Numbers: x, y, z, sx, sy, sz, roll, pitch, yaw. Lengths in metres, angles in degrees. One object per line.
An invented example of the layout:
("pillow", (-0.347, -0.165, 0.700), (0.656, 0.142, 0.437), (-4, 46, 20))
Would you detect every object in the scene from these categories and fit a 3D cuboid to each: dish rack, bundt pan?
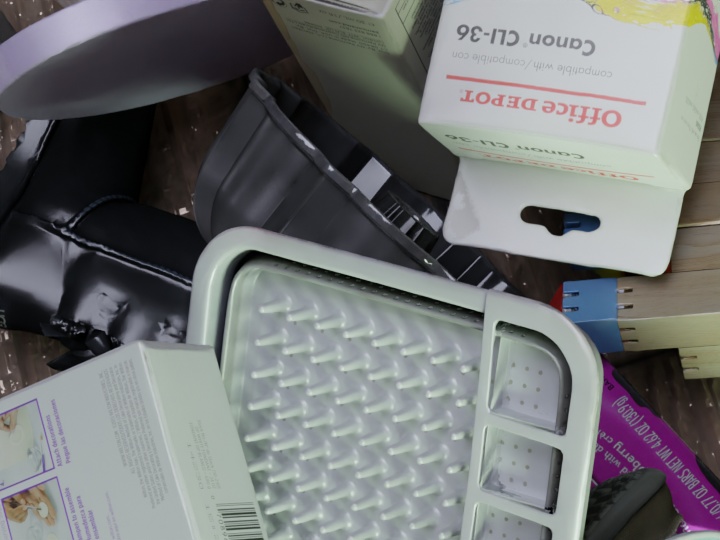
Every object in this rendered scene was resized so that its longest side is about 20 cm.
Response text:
("dish rack", (0.014, 0.077, 1.163), (0.200, 0.044, 0.172), (15, 107, 30))
("bundt pan", (0.000, 0.000, 1.289), (0.076, 0.202, 0.202), (-47, 62, 6))

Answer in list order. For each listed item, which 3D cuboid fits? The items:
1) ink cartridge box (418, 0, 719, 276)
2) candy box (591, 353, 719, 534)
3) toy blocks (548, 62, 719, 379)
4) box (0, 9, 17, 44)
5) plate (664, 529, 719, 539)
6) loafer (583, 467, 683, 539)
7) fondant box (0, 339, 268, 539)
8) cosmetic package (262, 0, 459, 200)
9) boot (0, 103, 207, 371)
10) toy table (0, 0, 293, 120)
("ink cartridge box", (0.100, -0.107, 1.254), (0.116, 0.067, 0.200), (9, 81, 21))
("candy box", (0.078, 0.151, 1.274), (0.200, 0.061, 0.136), (-40, 62, -4))
("toy blocks", (0.156, -0.025, 1.308), (0.137, 0.100, 0.200), (-4, 52, 12))
("box", (-0.283, -0.150, 1.437), (0.152, 0.200, 0.106), (34, 78, 27))
("plate", (0.123, 0.206, 1.165), (0.026, 0.200, 0.200), (10, 68, 41))
("loafer", (0.084, 0.176, 1.198), (0.070, 0.075, 0.200), (36, 77, -9))
("fondant box", (-0.136, 0.130, 1.174), (0.200, 0.058, 0.144), (-23, 76, 26))
("cosmetic package", (0.025, -0.123, 1.337), (0.073, 0.200, 0.104), (17, 71, 22))
("boot", (-0.103, -0.021, 1.399), (0.162, 0.073, 0.198), (22, 60, 14))
("toy table", (-0.108, -0.156, 1.360), (0.184, 0.200, 0.117), (-35, 74, 45))
